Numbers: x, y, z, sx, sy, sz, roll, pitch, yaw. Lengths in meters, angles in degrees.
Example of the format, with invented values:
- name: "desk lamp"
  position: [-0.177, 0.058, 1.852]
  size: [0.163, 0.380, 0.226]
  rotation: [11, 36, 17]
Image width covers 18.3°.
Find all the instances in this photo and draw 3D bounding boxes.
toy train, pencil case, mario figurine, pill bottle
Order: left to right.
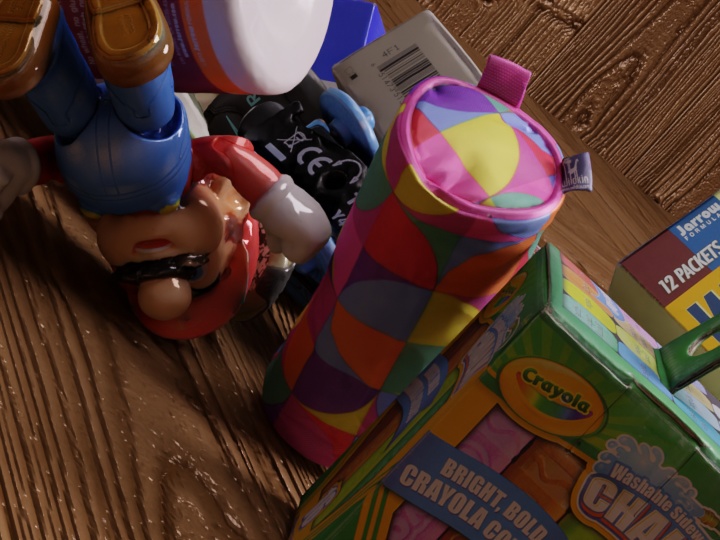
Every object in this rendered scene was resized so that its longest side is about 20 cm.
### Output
- name: "pill bottle"
  position: [-0.122, -0.137, 1.003]
  size: [0.199, 0.115, 0.114]
  rotation: [4, -5, 23]
- name: "mario figurine"
  position: [-0.092, -0.030, 0.944]
  size: [0.123, 0.106, 0.200]
  rotation: [27, -21, 30]
- name: "toy train"
  position: [0.006, -0.004, 1.131]
  size: [0.200, 0.087, 0.114]
  rotation: [44, -22, 34]
- name: "pencil case"
  position: [0.023, 0.004, 0.973]
  size: [0.088, 0.200, 0.089]
  rotation: [15, 46, -15]

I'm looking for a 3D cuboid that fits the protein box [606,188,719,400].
- name: "protein box"
  position: [0.271, 0.077, 1.524]
  size: [0.199, 0.135, 0.200]
  rotation: [46, -24, 21]

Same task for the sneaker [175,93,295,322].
- name: "sneaker"
  position: [-0.103, -0.043, 1.087]
  size: [0.088, 0.077, 0.200]
  rotation: [18, 18, -44]

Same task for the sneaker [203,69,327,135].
- name: "sneaker"
  position: [-0.028, -0.037, 1.319]
  size: [0.200, 0.079, 0.075]
  rotation: [60, -7, -28]

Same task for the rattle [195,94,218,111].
- name: "rattle"
  position: [-0.139, -0.150, 1.358]
  size: [0.199, 0.131, 0.143]
  rotation: [15, 4, -7]

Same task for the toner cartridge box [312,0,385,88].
- name: "toner cartridge box"
  position: [-0.012, -0.108, 1.453]
  size: [0.043, 0.095, 0.200]
  rotation: [14, -7, 7]

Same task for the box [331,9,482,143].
- name: "box"
  position: [0.046, -0.058, 1.309]
  size: [0.082, 0.068, 0.200]
  rotation: [55, -7, 27]

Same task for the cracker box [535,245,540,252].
- name: "cracker box"
  position: [0.070, -0.020, 1.631]
  size: [0.200, 0.058, 0.134]
  rotation: [38, 12, -28]

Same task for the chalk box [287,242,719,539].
- name: "chalk box"
  position: [0.079, 0.078, 0.877]
  size: [0.124, 0.200, 0.125]
  rotation: [42, 10, -4]
